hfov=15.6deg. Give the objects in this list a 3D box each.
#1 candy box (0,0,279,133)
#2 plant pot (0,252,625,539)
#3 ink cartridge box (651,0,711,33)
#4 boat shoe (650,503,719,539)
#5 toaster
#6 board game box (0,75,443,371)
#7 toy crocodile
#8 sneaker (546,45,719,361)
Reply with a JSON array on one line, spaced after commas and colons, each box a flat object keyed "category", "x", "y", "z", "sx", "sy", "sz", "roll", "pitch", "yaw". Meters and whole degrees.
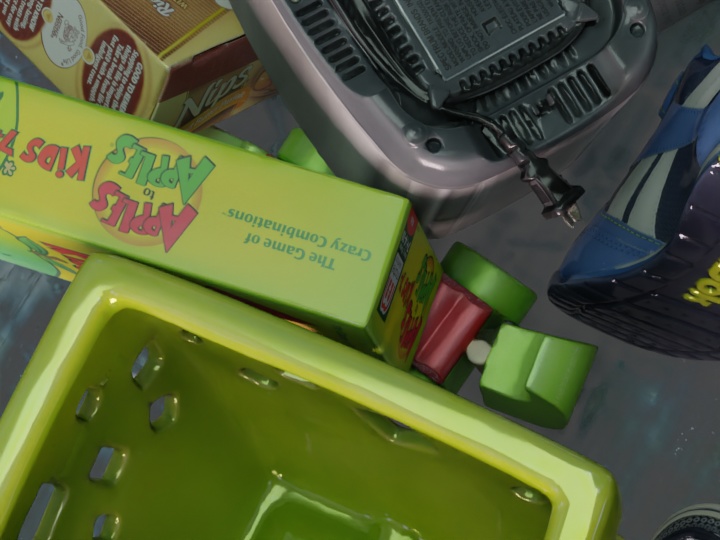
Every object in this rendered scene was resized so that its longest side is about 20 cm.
[{"category": "candy box", "x": -0.106, "y": -0.141, "z": 1.016, "sx": 0.200, "sy": 0.055, "sz": 0.115, "roll": 45, "pitch": 46, "yaw": 17}, {"category": "plant pot", "x": -0.025, "y": 0.130, "z": 0.907, "sx": 0.200, "sy": 0.181, "sz": 0.199, "roll": 24, "pitch": 85, "yaw": 16}, {"category": "ink cartridge box", "x": 0.160, "y": -0.182, "z": 0.945, "sx": 0.200, "sy": 0.148, "sz": 0.086, "roll": -30, "pitch": 76, "yaw": 6}, {"category": "boat shoe", "x": 0.092, "y": 0.172, "z": 0.880, "sx": 0.075, "sy": 0.093, "sz": 0.200, "roll": 2, "pitch": 78, "yaw": 35}, {"category": "toaster", "x": 0.023, "y": -0.093, "z": 0.903, "sx": 0.114, "sy": 0.129, "sz": 0.200, "roll": -31, "pitch": 82, "yaw": -10}, {"category": "board game box", "x": -0.077, "y": -0.019, "z": 0.921, "sx": 0.200, "sy": 0.102, "sz": 0.048, "roll": 17, "pitch": 79, "yaw": 12}, {"category": "toy crocodile", "x": 0.000, "y": 0.000, "z": 0.990, "sx": 0.200, "sy": 0.062, "sz": 0.068, "roll": 35, "pitch": 88, "yaw": 18}, {"category": "sneaker", "x": 0.127, "y": -0.027, "z": 0.911, "sx": 0.074, "sy": 0.200, "sz": 0.082, "roll": 21, "pitch": 65, "yaw": -12}]
